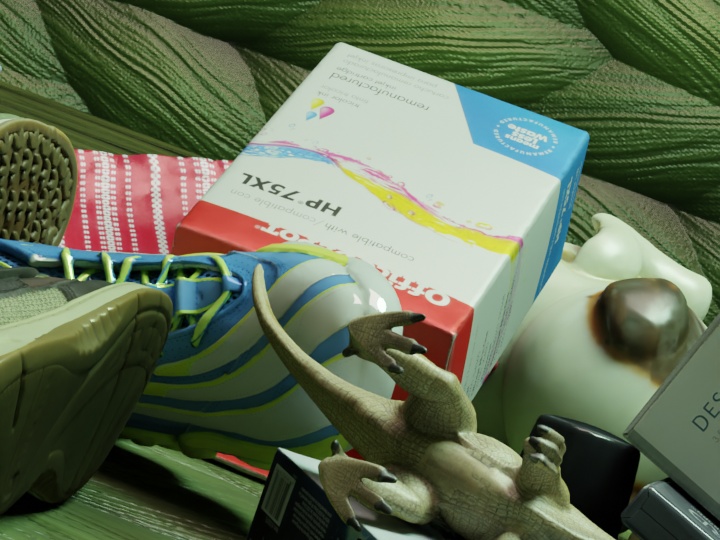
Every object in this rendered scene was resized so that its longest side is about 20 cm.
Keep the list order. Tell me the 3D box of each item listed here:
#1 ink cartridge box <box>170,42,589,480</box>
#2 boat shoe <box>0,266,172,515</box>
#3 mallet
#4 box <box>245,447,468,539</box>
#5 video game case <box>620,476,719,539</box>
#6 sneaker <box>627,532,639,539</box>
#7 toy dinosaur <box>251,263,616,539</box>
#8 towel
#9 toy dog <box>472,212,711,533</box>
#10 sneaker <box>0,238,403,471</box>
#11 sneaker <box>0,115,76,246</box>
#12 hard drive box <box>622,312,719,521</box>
[{"bbox_3d":[0.000,0.000,1.081,0.116,0.068,0.200,20,36,12],"label":"ink cartridge box"},{"bbox_3d":[-0.107,0.028,0.802,0.066,0.072,0.201,26,9,8],"label":"boat shoe"},{"bbox_3d":[0.057,0.095,1.032,0.041,0.066,0.200,21,-11,-5],"label":"mallet"},{"bbox_3d":[0.057,0.107,0.784,0.136,0.038,0.200,19,4,-19],"label":"box"},{"bbox_3d":[0.164,0.119,0.977,0.143,0.019,0.200,41,10,12],"label":"video game case"},{"bbox_3d":[0.162,0.090,1.155,0.067,0.090,0.200,22,5,20],"label":"sneaker"},{"bbox_3d":[0.019,0.053,0.794,0.199,0.058,0.101,30,-7,26],"label":"toy dinosaur"},{"bbox_3d":[-0.050,-0.006,1.154,0.199,0.023,0.145,3,34,-9],"label":"towel"},{"bbox_3d":[0.076,0.030,1.224,0.193,0.140,0.200,16,8,-45],"label":"toy dog"},{"bbox_3d":[-0.075,0.026,0.932,0.105,0.076,0.200,8,-8,-35],"label":"sneaker"},{"bbox_3d":[-0.180,-0.030,1.023,0.089,0.067,0.200,16,12,15],"label":"sneaker"},{"bbox_3d":[0.214,0.059,0.919,0.200,0.156,0.077,42,10,15],"label":"hard drive box"}]
